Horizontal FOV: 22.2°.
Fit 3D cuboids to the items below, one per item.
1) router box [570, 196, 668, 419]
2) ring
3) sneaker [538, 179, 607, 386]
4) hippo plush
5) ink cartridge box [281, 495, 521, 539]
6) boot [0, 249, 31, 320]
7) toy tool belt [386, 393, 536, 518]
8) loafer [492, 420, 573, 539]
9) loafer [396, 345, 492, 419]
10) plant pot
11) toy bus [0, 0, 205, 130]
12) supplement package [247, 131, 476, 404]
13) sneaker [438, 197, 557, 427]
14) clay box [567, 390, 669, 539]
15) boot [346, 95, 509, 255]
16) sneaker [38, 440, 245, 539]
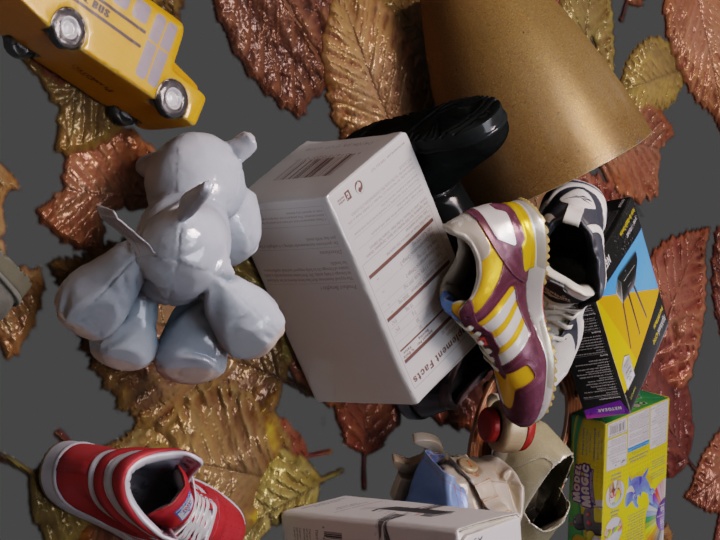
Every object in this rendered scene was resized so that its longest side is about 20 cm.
[{"bbox_3d":[0.244,0.033,1.797,0.200,0.051,0.149,-51,126,-58],"label":"router box"},{"bbox_3d":[0.155,0.154,1.742,0.200,0.019,0.201,-21,118,-47],"label":"ring"},{"bbox_3d":[0.166,0.025,1.595,0.130,0.079,0.199,-49,160,-74],"label":"sneaker"},{"bbox_3d":[-0.149,-0.027,1.394,0.161,0.159,0.200,-91,163,-46],"label":"hippo plush"},{"bbox_3d":[0.037,0.268,1.508,0.084,0.200,0.144,-8,95,-46],"label":"ink cartridge box"},{"bbox_3d":[-0.325,0.047,1.239,0.182,0.073,0.200,46,64,-33],"label":"boot"},{"bbox_3d":[0.074,0.204,1.600,0.123,0.125,0.200,5,108,-24],"label":"toy tool belt"},{"bbox_3d":[0.150,0.230,1.684,0.076,0.068,0.200,-21,125,-42],"label":"loafer"},{"bbox_3d":[0.110,0.070,1.689,0.200,0.063,0.072,-45,120,-37],"label":"loafer"},{"bbox_3d":[0.137,-0.174,1.661,0.186,0.186,0.200,-33,99,-42],"label":"plant pot"},{"bbox_3d":[-0.201,-0.178,1.369,0.200,0.065,0.078,33,64,-40],"label":"toy bus"},{"bbox_3d":[0.000,0.000,1.536,0.117,0.117,0.200,-43,119,-41],"label":"supplement package"},{"bbox_3d":[0.107,0.041,1.525,0.090,0.075,0.200,-13,108,-23],"label":"sneaker"},{"bbox_3d":[0.257,0.230,1.836,0.115,0.048,0.200,-14,111,-46],"label":"clay box"},{"bbox_3d":[0.080,-0.057,1.572,0.073,0.198,0.163,-41,111,-36],"label":"boot"},{"bbox_3d":[-0.136,0.182,1.391,0.200,0.112,0.071,28,70,-43],"label":"sneaker"}]
